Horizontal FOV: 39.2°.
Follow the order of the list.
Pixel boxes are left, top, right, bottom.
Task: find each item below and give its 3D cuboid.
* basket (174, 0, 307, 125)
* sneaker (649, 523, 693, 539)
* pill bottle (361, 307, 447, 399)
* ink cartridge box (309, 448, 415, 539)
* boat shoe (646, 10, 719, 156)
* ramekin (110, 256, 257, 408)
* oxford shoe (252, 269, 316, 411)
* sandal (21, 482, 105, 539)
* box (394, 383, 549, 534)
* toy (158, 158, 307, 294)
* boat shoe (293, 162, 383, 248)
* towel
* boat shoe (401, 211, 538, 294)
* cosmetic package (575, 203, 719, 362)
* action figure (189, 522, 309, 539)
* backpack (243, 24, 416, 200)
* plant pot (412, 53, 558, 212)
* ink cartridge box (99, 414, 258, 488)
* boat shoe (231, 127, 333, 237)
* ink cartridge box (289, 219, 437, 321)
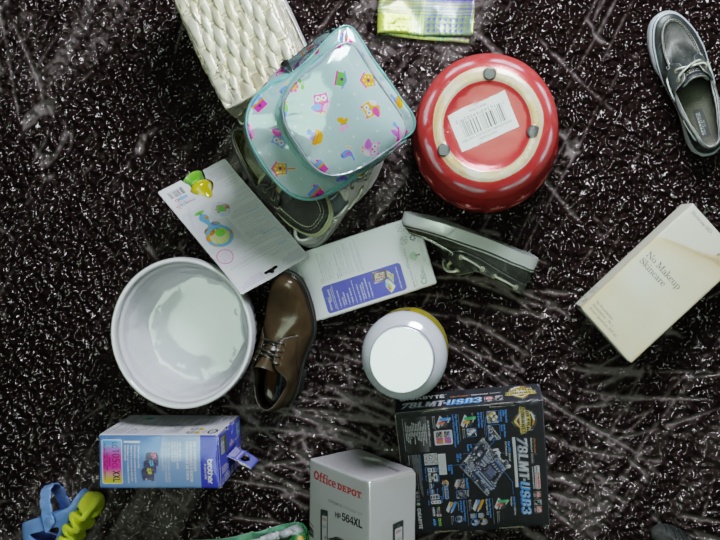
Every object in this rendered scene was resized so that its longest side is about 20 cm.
[{"bbox_3d":[-0.155,-0.317,1.371,0.134,0.123,0.202,-26,90,7],"label":"basket"},{"bbox_3d":[0.451,0.432,1.359,0.091,0.076,0.201,-41,85,12],"label":"sneaker"},{"bbox_3d":[0.059,0.107,1.321,0.110,0.200,0.114,0,90,5],"label":"pill bottle"},{"bbox_3d":[0.000,0.356,1.353,0.083,0.145,0.204,-3,95,-36],"label":"ink cartridge box"},{"bbox_3d":[0.440,-0.252,1.338,0.071,0.071,0.203,-22,89,6],"label":"boat shoe"},{"bbox_3d":[-0.235,0.082,1.399,0.197,0.105,0.204,0,92,5],"label":"ramekin"},{"bbox_3d":[-0.107,0.100,1.370,0.072,0.084,0.203,11,108,21],"label":"oxford shoe"},{"bbox_3d":[-0.451,0.386,1.449,0.086,0.080,0.201,33,86,7],"label":"sandal"},{"bbox_3d":[0.152,0.257,1.361,0.195,0.050,0.203,-6,114,4],"label":"box"},{"bbox_3d":[-0.177,-0.054,1.391,0.114,0.047,0.201,-30,69,-28],"label":"toy"},{"bbox_3d":[-0.027,-0.117,1.390,0.070,0.069,0.202,32,95,4],"label":"boat shoe"},{"bbox_3d":[0.095,-0.421,1.393,0.141,0.023,0.204,6,92,5],"label":"towel"},{"bbox_3d":[0.142,-0.022,1.363,0.197,0.071,0.065,21,98,-9],"label":"boat shoe"},{"bbox_3d":[0.395,0.016,1.351,0.200,0.073,0.104,-45,87,6],"label":"cosmetic package"},{"bbox_3d":[-0.136,0.409,1.427,0.197,0.055,0.120,-20,87,2],"label":"action figure"},{"bbox_3d":[-0.048,-0.185,1.263,0.199,0.153,0.177,-36,105,4],"label":"backpack"},{"bbox_3d":[0.164,-0.176,1.316,0.197,0.182,0.204,0,94,5],"label":"plant pot"},{"bbox_3d":[-0.242,0.247,1.388,0.196,0.136,0.078,-2,93,6],"label":"ink cartridge box"},{"bbox_3d":[-0.114,-0.121,1.365,0.072,0.066,0.201,-48,60,13],"label":"boat shoe"},{"bbox_3d":[0.000,0.000,1.407,0.197,0.039,0.101,-17,90,5],"label":"ink cartridge box"}]
